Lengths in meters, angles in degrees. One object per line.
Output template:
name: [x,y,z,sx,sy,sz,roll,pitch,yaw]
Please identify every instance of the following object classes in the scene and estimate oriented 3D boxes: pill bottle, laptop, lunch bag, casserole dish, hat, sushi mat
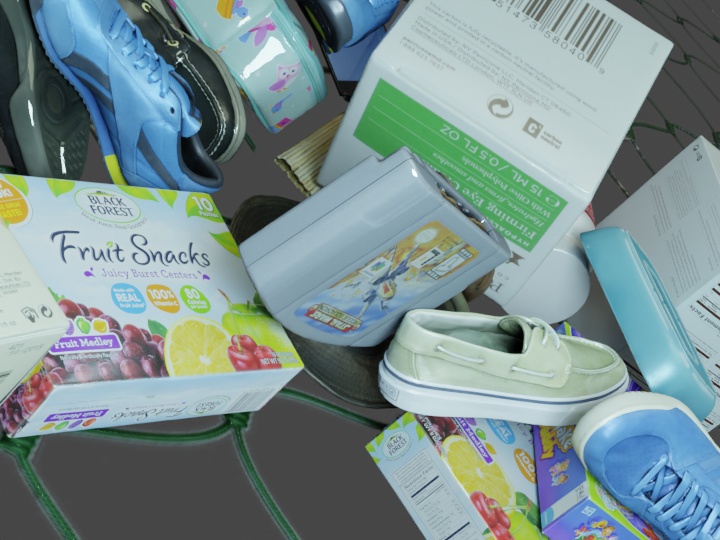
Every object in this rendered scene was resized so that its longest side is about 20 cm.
pill bottle: [0.163,-0.044,1.183,0.112,0.112,0.201,34,31,-21]
laptop: [0.052,-0.209,1.231,0.198,0.104,0.177,17,15,22]
lunch bag: [-0.108,-0.216,1.031,0.201,0.077,0.160,55,1,12]
casserole dish: [0.243,0.043,1.053,0.121,0.039,0.201,41,25,-49]
hat: [0.000,0.000,0.941,0.200,0.081,0.201,34,30,-23]
sushi mat: [-0.005,-0.093,1.125,0.096,0.012,0.200,46,28,-2]

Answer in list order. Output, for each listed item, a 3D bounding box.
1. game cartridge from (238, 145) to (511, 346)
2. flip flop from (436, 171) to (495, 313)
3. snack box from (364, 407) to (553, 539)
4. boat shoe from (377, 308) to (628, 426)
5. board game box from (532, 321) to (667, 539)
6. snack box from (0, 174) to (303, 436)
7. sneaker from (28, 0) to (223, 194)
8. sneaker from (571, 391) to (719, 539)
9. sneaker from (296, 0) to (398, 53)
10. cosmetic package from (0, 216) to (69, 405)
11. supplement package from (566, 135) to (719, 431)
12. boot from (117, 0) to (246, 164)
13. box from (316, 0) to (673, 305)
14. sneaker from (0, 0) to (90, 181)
game cartridge: [0.011,-0.005,0.786,0.042,0.133,0.200,58,12,23]
flip flop: [0.076,-0.004,0.968,0.201,0.057,0.081,73,-5,-47]
snack box: [0.106,0.151,0.917,0.143,0.053,0.199,56,29,14]
boat shoe: [0.108,0.064,0.868,0.198,0.062,0.072,1,34,-28]
board game box: [0.189,0.147,0.937,0.134,0.045,0.201,38,27,-20]
snack box: [-0.141,0.017,0.743,0.199,0.053,0.143,2,50,-54]
sneaker: [-0.145,-0.127,0.815,0.066,0.078,0.201,-70,149,-46]
sneaker: [0.225,0.160,0.832,0.200,0.077,0.112,37,18,-36]
sneaker: [-0.007,-0.211,0.965,0.066,0.078,0.200,60,3,-7]
cosmetic package: [-0.241,-0.018,0.620,0.201,0.105,0.071,55,28,13]
supplement package: [0.318,0.023,1.214,0.147,0.200,0.192,33,32,-23]
boot: [-0.186,-0.153,0.901,0.153,0.074,0.204,-5,51,-52]
box: [0.106,-0.128,1.025,0.198,0.172,0.201,33,56,2]
sneaker: [-0.246,-0.139,0.812,0.076,0.113,0.201,-41,115,-67]
